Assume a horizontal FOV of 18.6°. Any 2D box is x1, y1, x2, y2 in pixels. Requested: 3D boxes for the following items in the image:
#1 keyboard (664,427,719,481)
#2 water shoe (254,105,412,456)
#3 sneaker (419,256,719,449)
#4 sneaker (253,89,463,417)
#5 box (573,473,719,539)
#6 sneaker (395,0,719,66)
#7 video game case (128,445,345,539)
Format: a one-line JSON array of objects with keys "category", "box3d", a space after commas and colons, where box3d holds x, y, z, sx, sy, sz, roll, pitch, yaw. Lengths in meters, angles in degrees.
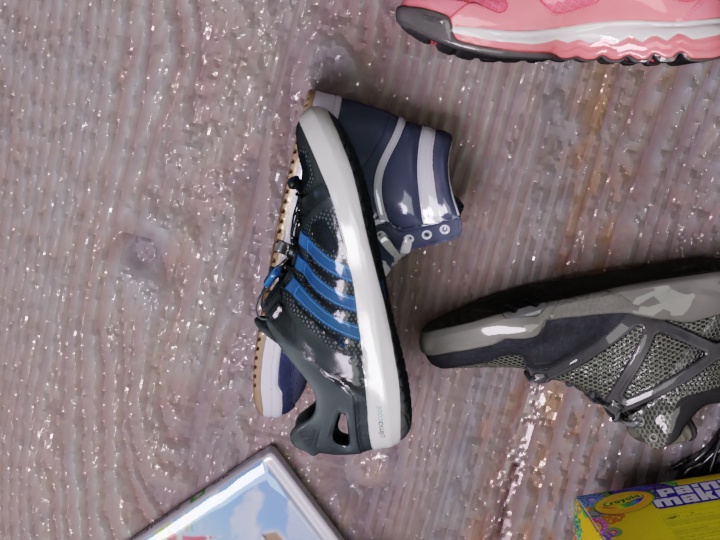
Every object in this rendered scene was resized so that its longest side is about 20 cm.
[{"category": "keyboard", "box3d": [0.247, 0.140, 1.380, 0.104, 0.040, 0.200, 36, 101, -12]}, {"category": "water shoe", "box3d": [-0.025, 0.010, 1.244, 0.079, 0.072, 0.201, -12, 96, 5]}, {"category": "sneaker", "box3d": [0.138, 0.061, 1.333, 0.199, 0.076, 0.115, -8, 100, -6]}, {"category": "sneaker", "box3d": [0.000, 0.000, 1.314, 0.108, 0.070, 0.201, 11, 102, -3]}, {"category": "box", "box3d": [0.241, 0.233, 1.334, 0.199, 0.122, 0.193, -7, 114, -11]}, {"category": "sneaker", "box3d": [0.119, -0.164, 1.282, 0.199, 0.074, 0.087, 1, 92, -6]}, {"category": "video game case", "box3d": [-0.073, 0.238, 1.404, 0.182, 0.022, 0.200, -34, 104, 7]}]
